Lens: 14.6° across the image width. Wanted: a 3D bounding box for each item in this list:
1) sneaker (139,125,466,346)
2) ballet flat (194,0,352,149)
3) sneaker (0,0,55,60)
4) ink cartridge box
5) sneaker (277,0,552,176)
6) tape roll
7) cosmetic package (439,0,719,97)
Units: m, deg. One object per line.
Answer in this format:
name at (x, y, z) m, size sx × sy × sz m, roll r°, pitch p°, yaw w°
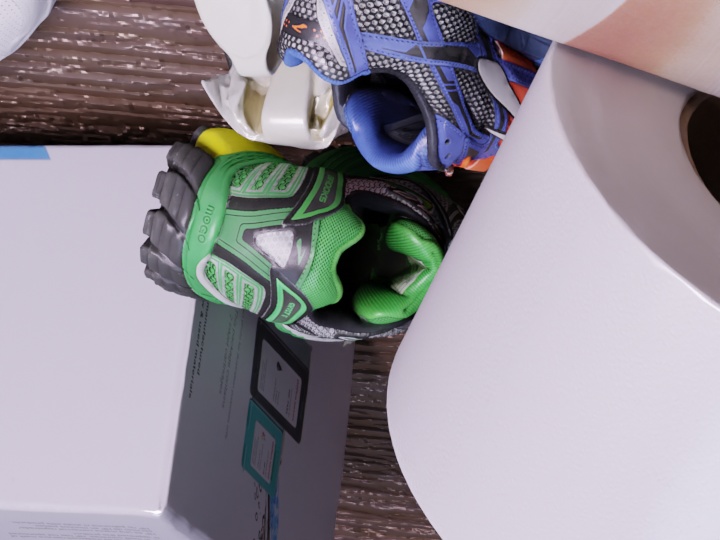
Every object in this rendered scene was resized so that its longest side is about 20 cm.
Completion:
sneaker at (0.000, 0.000, 1.039) m, size 0.085 × 0.078 × 0.200 m, roll 23°, pitch -171°, yaw 25°
ballet flat at (-0.031, -0.086, 0.971) m, size 0.068 × 0.069 × 0.200 m, roll 1°, pitch 150°, yaw 20°
sneaker at (-0.187, -0.052, 1.038) m, size 0.074 × 0.116 × 0.200 m, roll 32°, pitch 144°, yaw -31°
ink cartridge box at (-0.103, 0.052, 1.133) m, size 0.146 × 0.147 × 0.200 m, roll 1°, pitch 161°, yaw 17°
sneaker at (0.029, -0.063, 0.958) m, size 0.075 × 0.079 × 0.200 m, roll 20°, pitch 167°, yaw 41°
tape roll at (0.124, 0.023, 0.906) m, size 0.202 × 0.203 × 0.140 m, roll 18°, pitch 125°, yaw -13°
cosmetic package at (0.124, -0.111, 0.853) m, size 0.199 × 0.088 × 0.103 m, roll 17°, pitch 150°, yaw -11°
